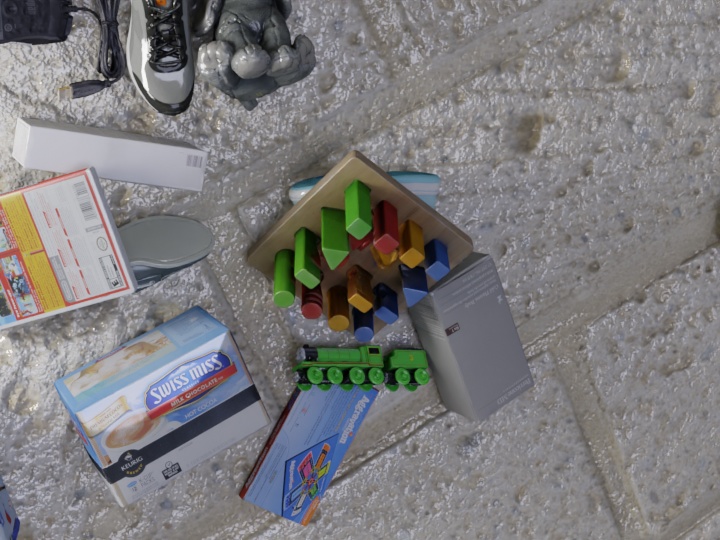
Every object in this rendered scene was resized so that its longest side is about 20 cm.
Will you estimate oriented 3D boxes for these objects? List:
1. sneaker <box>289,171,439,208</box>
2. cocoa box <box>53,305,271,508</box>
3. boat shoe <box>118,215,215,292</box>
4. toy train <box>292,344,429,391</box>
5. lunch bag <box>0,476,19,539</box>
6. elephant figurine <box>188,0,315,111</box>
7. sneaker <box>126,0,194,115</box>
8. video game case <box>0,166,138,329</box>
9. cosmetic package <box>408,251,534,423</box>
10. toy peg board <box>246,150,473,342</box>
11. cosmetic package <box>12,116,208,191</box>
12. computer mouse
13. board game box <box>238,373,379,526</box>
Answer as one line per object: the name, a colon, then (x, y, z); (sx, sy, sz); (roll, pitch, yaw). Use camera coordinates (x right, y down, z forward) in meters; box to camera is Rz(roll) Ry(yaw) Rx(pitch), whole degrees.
sneaker: (0.008, -0.053, 1.532); (0.199, 0.079, 0.131); (-4, 103, -23)
cocoa box: (-0.230, 0.151, 1.439); (0.199, 0.133, 0.132); (-28, 111, -17)
boat shoe: (-0.265, -0.009, 1.439); (0.199, 0.073, 0.062); (-17, 150, -27)
toy train: (0.002, 0.123, 1.578); (0.199, 0.042, 0.057); (4, 65, -31)
lunch bag: (-0.496, 0.266, 1.356); (0.199, 0.124, 0.171); (-17, 109, -6)
elephant figurine: (-0.128, -0.303, 1.391); (0.141, 0.154, 0.201); (0, 74, -58)
sneaker: (-0.220, -0.270, 1.359); (0.073, 0.079, 0.202); (-8, 95, -15)
video game case: (-0.357, -0.018, 1.351); (0.199, 0.017, 0.144); (-15, 106, 9)
cosmetic package: (0.140, 0.084, 1.618); (0.107, 0.090, 0.201); (-32, 111, -21)
toy peg board: (0.000, 0.000, 1.475); (0.199, 0.098, 0.200); (36, 119, -25)
cosmetic package: (-0.278, -0.128, 1.382); (0.199, 0.082, 0.051); (6, 102, -25)
computer mouse: (-0.349, -0.252, 1.343); (0.199, 0.046, 0.141); (-15, 104, -33)
board game box: (-0.065, 0.220, 1.596); (0.103, 0.019, 0.201); (29, 89, -26)
